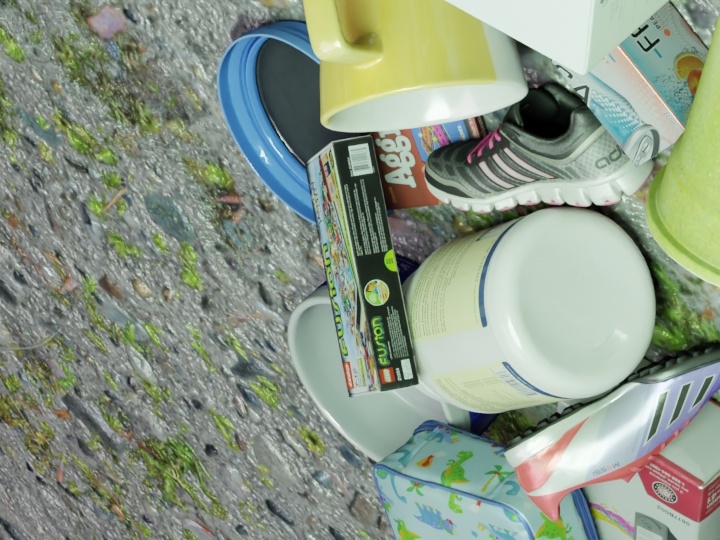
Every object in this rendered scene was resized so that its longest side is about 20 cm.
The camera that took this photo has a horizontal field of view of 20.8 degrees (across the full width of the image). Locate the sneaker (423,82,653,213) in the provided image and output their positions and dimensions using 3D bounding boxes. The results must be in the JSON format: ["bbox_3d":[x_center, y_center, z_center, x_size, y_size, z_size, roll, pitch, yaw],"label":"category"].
[{"bbox_3d":[0.123,-0.097,1.468,0.200,0.074,0.087,1,124,44],"label":"sneaker"}]

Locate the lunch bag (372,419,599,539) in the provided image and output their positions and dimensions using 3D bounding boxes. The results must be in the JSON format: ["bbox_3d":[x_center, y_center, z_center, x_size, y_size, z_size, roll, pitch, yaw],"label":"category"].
[{"bbox_3d":[0.111,0.221,1.660,0.200,0.082,0.161,11,131,48],"label":"lunch bag"}]

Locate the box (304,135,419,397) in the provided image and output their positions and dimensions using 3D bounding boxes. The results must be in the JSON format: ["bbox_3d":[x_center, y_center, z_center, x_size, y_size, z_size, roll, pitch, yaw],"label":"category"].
[{"bbox_3d":[0.000,0.000,1.577,0.110,0.035,0.200,153,106,-75],"label":"box"}]

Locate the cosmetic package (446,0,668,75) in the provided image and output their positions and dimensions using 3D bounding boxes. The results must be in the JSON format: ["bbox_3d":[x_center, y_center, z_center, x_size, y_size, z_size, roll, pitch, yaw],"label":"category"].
[{"bbox_3d":[0.118,-0.252,1.181,0.199,0.200,0.123,33,148,26],"label":"cosmetic package"}]

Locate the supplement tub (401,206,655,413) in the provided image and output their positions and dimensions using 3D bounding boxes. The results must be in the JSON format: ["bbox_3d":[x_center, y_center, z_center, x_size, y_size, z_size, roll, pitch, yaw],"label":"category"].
[{"bbox_3d":[0.121,0.036,1.534,0.145,0.145,0.200,55,154,-9],"label":"supplement tub"}]

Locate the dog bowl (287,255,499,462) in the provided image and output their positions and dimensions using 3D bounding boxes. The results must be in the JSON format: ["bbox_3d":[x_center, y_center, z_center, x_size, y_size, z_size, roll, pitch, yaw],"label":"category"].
[{"bbox_3d":[0.032,0.085,1.774,0.200,0.079,0.200,32,145,26],"label":"dog bowl"}]

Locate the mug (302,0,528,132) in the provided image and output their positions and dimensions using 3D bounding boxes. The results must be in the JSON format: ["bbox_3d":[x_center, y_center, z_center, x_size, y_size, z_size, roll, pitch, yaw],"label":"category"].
[{"bbox_3d":[0.035,-0.191,1.380,0.187,0.149,0.153,83,179,-84],"label":"mug"}]

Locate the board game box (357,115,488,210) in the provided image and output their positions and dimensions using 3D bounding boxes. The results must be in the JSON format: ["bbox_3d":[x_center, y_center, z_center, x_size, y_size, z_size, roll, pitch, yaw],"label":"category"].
[{"bbox_3d":[0.038,-0.139,1.543,0.103,0.019,0.200,-5,123,26],"label":"board game box"}]

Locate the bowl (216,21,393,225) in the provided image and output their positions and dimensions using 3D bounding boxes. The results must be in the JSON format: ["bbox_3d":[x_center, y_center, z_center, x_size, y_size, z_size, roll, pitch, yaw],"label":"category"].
[{"bbox_3d":[-0.038,-0.123,1.674,0.201,0.039,0.201,32,145,26],"label":"bowl"}]

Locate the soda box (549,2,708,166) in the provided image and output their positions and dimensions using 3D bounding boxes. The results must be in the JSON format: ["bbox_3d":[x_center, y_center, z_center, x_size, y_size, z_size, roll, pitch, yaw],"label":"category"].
[{"bbox_3d":[0.162,-0.174,1.343,0.200,0.064,0.068,51,149,-2],"label":"soda box"}]

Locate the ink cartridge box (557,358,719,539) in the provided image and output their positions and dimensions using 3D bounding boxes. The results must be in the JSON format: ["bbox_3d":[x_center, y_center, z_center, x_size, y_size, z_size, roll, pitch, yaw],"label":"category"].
[{"bbox_3d":[0.237,0.179,1.609,0.148,0.086,0.200,30,143,29],"label":"ink cartridge box"}]

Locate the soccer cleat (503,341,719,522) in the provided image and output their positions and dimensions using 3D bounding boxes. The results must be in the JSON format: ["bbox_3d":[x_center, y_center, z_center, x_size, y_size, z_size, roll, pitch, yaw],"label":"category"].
[{"bbox_3d":[0.210,0.119,1.496,0.073,0.200,0.068,62,-173,4],"label":"soccer cleat"}]

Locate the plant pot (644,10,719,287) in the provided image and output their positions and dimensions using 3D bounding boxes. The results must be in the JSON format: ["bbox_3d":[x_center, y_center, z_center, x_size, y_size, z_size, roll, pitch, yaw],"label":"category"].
[{"bbox_3d":[0.278,-0.106,1.172,0.200,0.200,0.184,27,131,33],"label":"plant pot"}]
